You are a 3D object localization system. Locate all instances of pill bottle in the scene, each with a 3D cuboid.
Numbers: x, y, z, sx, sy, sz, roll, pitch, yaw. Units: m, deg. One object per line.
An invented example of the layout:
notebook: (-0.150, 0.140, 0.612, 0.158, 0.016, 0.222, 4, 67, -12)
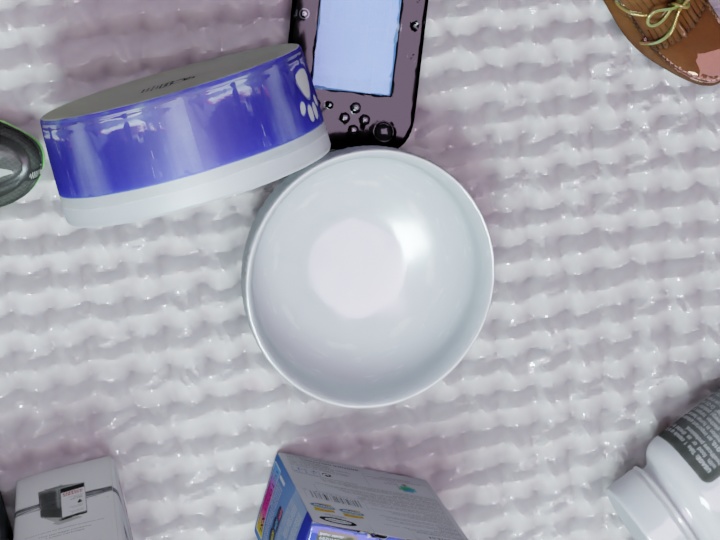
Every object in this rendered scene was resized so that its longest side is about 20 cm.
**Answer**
pill bottle: (0.307, 0.158, 1.571, 0.199, 0.114, 0.114, -36, 106, -4)

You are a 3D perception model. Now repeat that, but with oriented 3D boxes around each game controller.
game controller: (-0.002, -0.192, 1.469, 0.103, 0.042, 0.202, 4, 99, -14)

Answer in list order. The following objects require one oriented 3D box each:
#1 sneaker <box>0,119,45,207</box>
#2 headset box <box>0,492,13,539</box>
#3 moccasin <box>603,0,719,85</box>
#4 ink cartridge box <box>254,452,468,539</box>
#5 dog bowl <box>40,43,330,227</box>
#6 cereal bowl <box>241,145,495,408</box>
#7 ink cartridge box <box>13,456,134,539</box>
sneaker: (-0.329, -0.082, 1.394, 0.198, 0.084, 0.078, 7, 100, -14)
headset box: (-0.291, 0.263, 1.424, 0.092, 0.174, 0.202, -14, 105, -10)
moccasin: (0.228, -0.226, 1.495, 0.073, 0.078, 0.202, -37, 106, -3)
ink cartridge box: (0.004, 0.214, 1.468, 0.135, 0.200, 0.077, 12, 98, -14)
dog bowl: (-0.126, -0.099, 1.377, 0.198, 0.200, 0.080, -18, 102, -9)
cereal bowl: (0.000, 0.000, 1.485, 0.198, 0.083, 0.202, -3, 101, -13)
ink cartridge box: (-0.204, 0.243, 1.428, 0.082, 0.200, 0.148, -13, 103, -6)
